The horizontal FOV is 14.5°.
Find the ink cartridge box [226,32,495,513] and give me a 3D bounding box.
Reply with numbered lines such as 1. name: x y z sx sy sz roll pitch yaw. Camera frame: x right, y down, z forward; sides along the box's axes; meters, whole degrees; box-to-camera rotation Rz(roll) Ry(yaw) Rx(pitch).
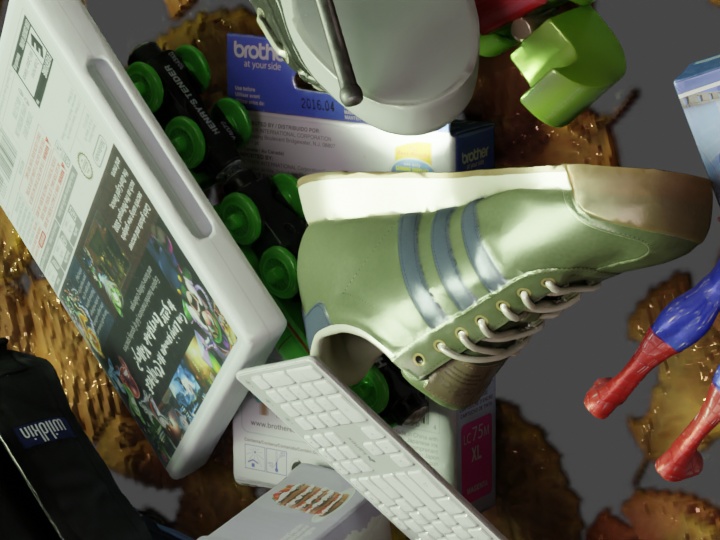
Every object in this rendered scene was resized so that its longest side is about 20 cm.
1. ink cartridge box: 0.000 0.000 1.197 0.119 0.042 0.200 8 108 34

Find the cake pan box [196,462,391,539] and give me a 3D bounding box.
1. cake pan box: -0.052 0.204 1.163 0.052 0.200 0.185 8 117 35

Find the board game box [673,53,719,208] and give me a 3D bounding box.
1. board game box: 0.211 0.000 1.015 0.135 0.034 0.200 -17 100 23

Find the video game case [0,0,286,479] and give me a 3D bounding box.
1. video game case: -0.104 -0.016 1.214 0.182 0.023 0.200 57 158 10

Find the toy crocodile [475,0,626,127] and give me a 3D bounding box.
1. toy crocodile: 0.047 -0.150 1.115 0.067 0.062 0.200 -25 86 36

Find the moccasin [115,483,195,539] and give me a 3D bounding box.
1. moccasin: -0.111 0.146 1.293 0.200 0.068 0.081 26 115 24

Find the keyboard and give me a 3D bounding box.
1. keyboard: 0.032 0.102 1.143 0.200 0.011 0.056 44 156 -21

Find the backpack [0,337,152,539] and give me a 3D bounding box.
1. backpack: -0.178 0.151 1.189 0.190 0.200 0.154 40 123 14

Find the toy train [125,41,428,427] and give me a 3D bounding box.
1. toy train: -0.042 -0.009 1.178 0.200 0.042 0.056 53 136 13

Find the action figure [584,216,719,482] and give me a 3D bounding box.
1. action figure: 0.167 -0.009 1.074 0.065 0.052 0.200 44 117 12

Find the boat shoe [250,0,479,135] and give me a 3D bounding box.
1. boat shoe: -0.004 -0.106 1.126 0.200 0.071 0.064 -119 17 -46

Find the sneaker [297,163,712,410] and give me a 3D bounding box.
1. sneaker: 0.050 0.009 1.066 0.200 0.067 0.090 0 83 47

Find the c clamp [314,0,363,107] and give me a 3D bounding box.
1. c clamp: 0.052 -0.177 1.045 0.200 0.027 0.171 -26 75 11
